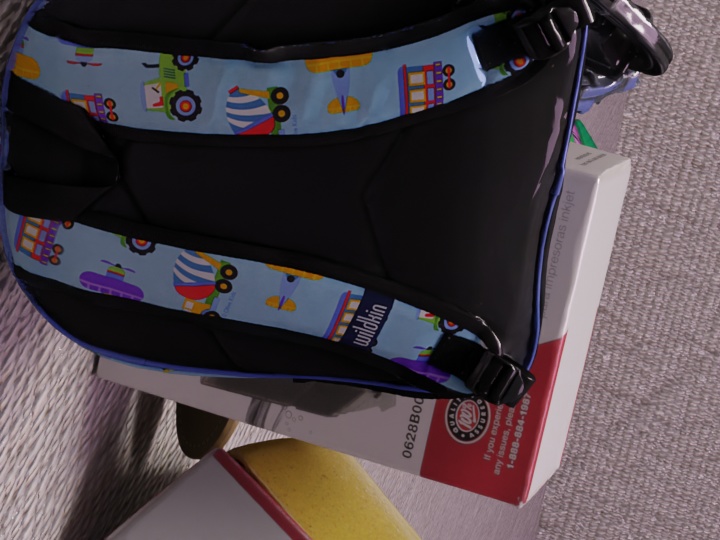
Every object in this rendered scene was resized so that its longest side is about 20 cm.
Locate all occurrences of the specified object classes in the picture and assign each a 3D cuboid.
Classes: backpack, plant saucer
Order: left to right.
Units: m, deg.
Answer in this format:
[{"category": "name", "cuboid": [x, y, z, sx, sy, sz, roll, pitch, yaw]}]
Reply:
[{"category": "backpack", "cuboid": [-0.029, -0.051, 0.825, 0.135, 0.198, 0.184, -98, -167, -63]}, {"category": "plant saucer", "cuboid": [0.006, 0.156, 1.108, 0.048, 0.200, 0.200, -39, 180, -14]}]

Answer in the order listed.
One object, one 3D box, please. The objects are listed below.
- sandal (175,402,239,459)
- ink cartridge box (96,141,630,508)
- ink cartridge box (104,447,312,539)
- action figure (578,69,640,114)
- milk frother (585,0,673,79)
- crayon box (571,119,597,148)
[{"category": "sandal", "cuboid": [-0.030, -0.010, 1.086, 0.077, 0.069, 0.214, 20, -80, 59]}, {"category": "ink cartridge box", "cuboid": [0.000, 0.000, 0.978, 0.083, 0.198, 0.148, -24, 128, -72]}, {"category": "ink cartridge box", "cuboid": [-0.038, 0.191, 1.052, 0.083, 0.145, 0.200, -41, 157, -16]}, {"category": "action figure", "cuboid": [0.059, -0.124, 1.184, 0.199, 0.105, 0.194, -18, 142, -37]}, {"category": "milk frother", "cuboid": [0.083, -0.203, 0.957, 0.189, 0.199, 0.180, -63, 170, 15]}, {"category": "crayon box", "cuboid": [0.042, -0.002, 1.250, 0.059, 0.199, 0.119, 58, 18, -3]}]
